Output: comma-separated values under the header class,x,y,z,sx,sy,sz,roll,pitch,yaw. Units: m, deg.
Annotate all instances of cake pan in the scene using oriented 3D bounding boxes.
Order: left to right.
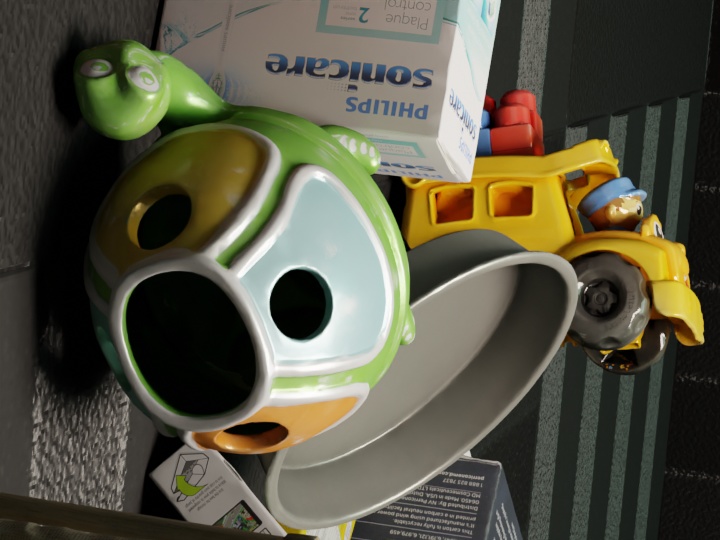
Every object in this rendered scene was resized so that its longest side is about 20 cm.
class,x,y,z,sx,sy,sz,roll,pitch,yaw
cake pan,0.024,0.053,1.286,0.200,0.037,0.200,-32,154,-18

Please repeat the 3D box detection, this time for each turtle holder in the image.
class,x,y,z,sx,sy,sz,roll,pitch,yaw
turtle holder,-0.054,-0.008,1.090,0.132,0.140,0.186,-48,143,-65

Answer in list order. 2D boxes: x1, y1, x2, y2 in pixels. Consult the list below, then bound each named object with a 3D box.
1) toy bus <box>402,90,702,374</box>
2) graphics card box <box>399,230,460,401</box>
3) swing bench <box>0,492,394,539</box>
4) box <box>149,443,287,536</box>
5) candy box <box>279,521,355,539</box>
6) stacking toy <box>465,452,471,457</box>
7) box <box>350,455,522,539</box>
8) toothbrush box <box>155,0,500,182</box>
class,x,y,z,sx,sy,sz,roll,pitch,yaw
toy bus,0.122,-0.029,1.651,0.136,0.199,0.193,43,46,-71
graphics card box,0.000,0.000,1.361,0.126,0.051,0.200,60,-4,26
swing bench,-0.106,0.145,0.838,0.200,0.198,0.130,12,85,-76
box,-0.040,0.163,1.293,0.035,0.110,0.200,-39,155,-7
candy box,-0.017,0.117,1.520,0.102,0.026,0.200,76,25,-49
stacking toy,0.068,0.206,1.766,0.146,0.146,0.201,-8,87,-75
box,0.031,0.234,1.601,0.149,0.107,0.201,72,28,-60
toothbrush box,-0.008,-0.153,1.193,0.085,0.146,0.201,42,57,-72
